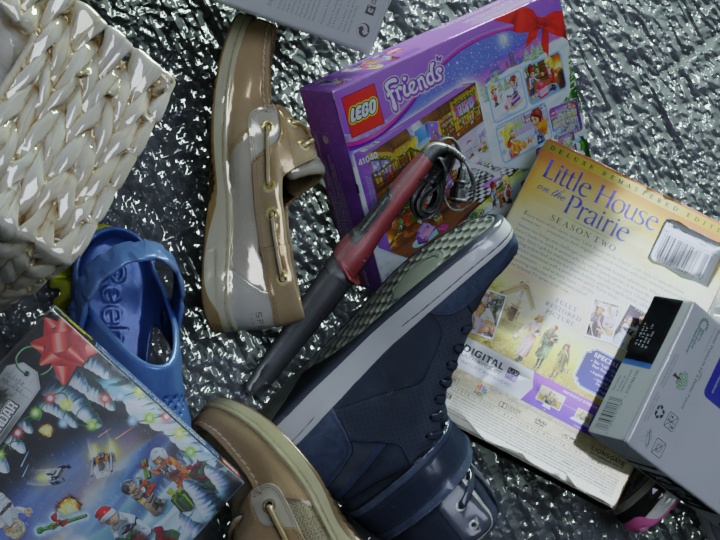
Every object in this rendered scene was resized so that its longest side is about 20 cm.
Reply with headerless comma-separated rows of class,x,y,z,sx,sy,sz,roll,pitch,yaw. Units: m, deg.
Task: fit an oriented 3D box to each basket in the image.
basket,-0.202,-0.060,0.752,0.123,0.200,0.136,34,62,-19

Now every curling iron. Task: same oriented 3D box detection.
curling iron,0.000,0.000,0.887,0.200,0.026,0.050,-48,115,-5

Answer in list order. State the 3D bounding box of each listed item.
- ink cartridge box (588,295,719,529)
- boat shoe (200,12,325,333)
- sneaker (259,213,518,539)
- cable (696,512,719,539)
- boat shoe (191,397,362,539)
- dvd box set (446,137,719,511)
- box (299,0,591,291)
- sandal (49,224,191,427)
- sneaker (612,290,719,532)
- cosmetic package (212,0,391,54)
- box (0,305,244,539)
ink cartridge box,0.235,0.107,0.921,0.200,0.039,0.100,37,75,-30
boat shoe,-0.056,-0.059,0.885,0.069,0.074,0.201,2,79,2
sneaker,0.053,0.075,0.865,0.146,0.077,0.202,42,105,-9
cable,0.329,0.153,1.026,0.200,0.069,0.200,-12,81,-29
boat shoe,-0.044,0.151,0.803,0.064,0.071,0.200,-29,56,-24
dvd box set,0.140,0.033,0.936,0.146,0.029,0.200,26,79,6
box,0.063,-0.089,0.953,0.200,0.039,0.137,-28,115,-31
sandal,-0.129,0.063,0.814,0.079,0.087,0.201,-7,80,-30
sneaker,0.190,0.076,0.981,0.087,0.074,0.200,24,67,-11
cosmetic package,-0.084,-0.204,0.873,0.200,0.113,0.081,15,103,-37
box,-0.177,0.137,0.752,0.137,0.040,0.200,43,84,-8
